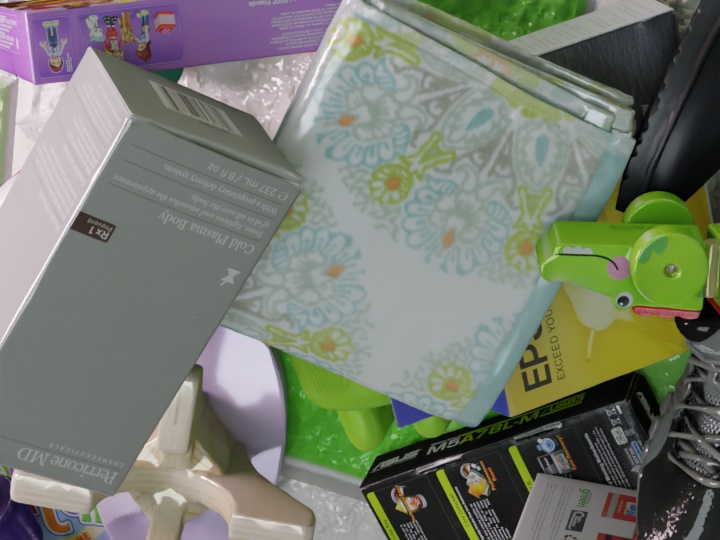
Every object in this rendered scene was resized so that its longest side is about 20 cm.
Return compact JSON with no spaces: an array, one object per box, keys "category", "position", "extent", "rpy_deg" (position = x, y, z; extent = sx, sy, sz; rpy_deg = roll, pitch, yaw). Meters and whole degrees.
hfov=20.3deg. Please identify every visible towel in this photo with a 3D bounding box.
[{"category":"towel","position":[0.030,-0.032,1.039],"extent":[0.170,0.048,0.201],"rpy_deg":[24,107,-11]}]

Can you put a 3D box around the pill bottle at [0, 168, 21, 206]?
[{"category":"pill bottle","position":[-0.154,-0.017,1.163],"extent":[0.119,0.200,0.121],"rpy_deg":[8,117,15]}]

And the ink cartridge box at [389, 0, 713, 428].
[{"category":"ink cartridge box","position":[0.096,-0.026,1.101],"extent":[0.199,0.047,0.199],"rpy_deg":[-21,113,-15]}]

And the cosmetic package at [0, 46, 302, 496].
[{"category":"cosmetic package","position":[-0.129,0.004,1.001],"extent":[0.106,0.090,0.201],"rpy_deg":[18,109,-33]}]

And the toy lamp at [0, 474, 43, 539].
[{"category":"toy lamp","position":[-0.276,0.123,1.284],"extent":[0.058,0.059,0.200],"rpy_deg":[-19,131,26]}]

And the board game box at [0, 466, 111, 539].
[{"category":"board game box","position":[-0.199,0.205,1.381],"extent":[0.150,0.037,0.202],"rpy_deg":[-6,111,22]}]

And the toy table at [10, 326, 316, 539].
[{"category":"toy table","position":[-0.115,0.122,1.244],"extent":[0.182,0.117,0.202],"rpy_deg":[-1,110,4]}]

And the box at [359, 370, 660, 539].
[{"category":"box","position":[0.127,0.180,1.249],"extent":[0.192,0.048,0.201],"rpy_deg":[-21,107,29]}]

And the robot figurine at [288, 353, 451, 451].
[{"category":"robot figurine","position":[0.000,0.000,1.166],"extent":[0.174,0.116,0.201],"rpy_deg":[-13,109,23]}]

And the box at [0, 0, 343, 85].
[{"category":"box","position":[-0.089,-0.133,1.068],"extent":[0.198,0.137,0.039],"rpy_deg":[-9,102,-17]}]

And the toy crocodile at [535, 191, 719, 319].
[{"category":"toy crocodile","position":[0.186,-0.001,1.004],"extent":[0.198,0.068,0.062],"rpy_deg":[0,111,-4]}]

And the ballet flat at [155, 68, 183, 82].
[{"category":"ballet flat","position":[-0.117,-0.194,1.148],"extent":[0.067,0.068,0.201],"rpy_deg":[41,123,29]}]

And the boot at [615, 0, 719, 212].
[{"category":"boot","position":[0.242,-0.088,1.034],"extent":[0.167,0.076,0.201],"rpy_deg":[27,94,6]}]

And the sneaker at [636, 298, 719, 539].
[{"category":"sneaker","position":[0.183,0.062,1.075],"extent":[0.075,0.115,0.201],"rpy_deg":[20,86,32]}]

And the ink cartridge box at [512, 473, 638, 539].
[{"category":"ink cartridge box","position":[0.160,0.211,1.110],"extent":[0.174,0.200,0.085],"rpy_deg":[9,118,14]}]
